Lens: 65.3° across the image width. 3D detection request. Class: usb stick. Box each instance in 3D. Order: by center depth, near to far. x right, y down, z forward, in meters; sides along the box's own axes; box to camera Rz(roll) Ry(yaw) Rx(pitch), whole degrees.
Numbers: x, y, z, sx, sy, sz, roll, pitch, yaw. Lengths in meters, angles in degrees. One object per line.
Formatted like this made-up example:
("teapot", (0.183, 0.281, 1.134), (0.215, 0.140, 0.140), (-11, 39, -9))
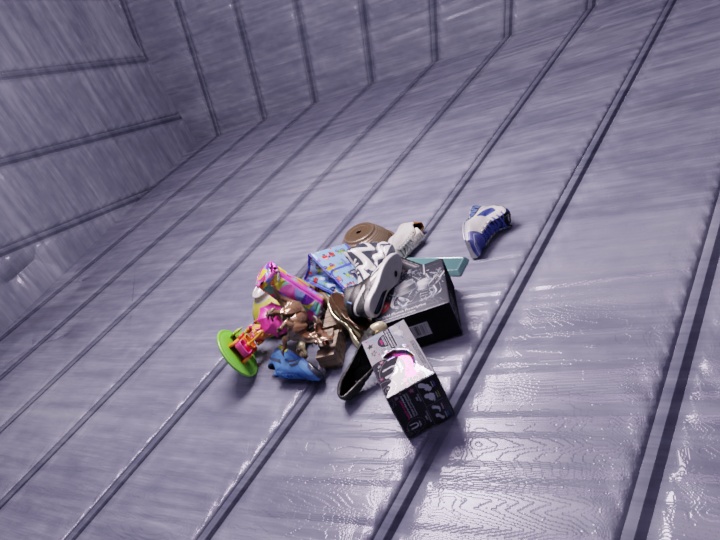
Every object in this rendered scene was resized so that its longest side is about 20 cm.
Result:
("usb stick", (0.111, -0.010, 1.557), (0.199, 0.056, 0.032), (21, 24, 35))

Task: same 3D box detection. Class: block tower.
("block tower", (-0.068, 0.170, 1.470), (0.057, 0.054, 0.201), (-15, 33, 19))

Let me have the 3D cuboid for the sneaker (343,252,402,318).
("sneaker", (0.020, 0.031, 1.386), (0.111, 0.073, 0.201), (-3, 41, 36))

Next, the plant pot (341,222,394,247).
("plant pot", (0.012, -0.083, 1.740), (0.199, 0.093, 0.202), (-20, 33, 13))

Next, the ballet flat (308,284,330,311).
("ballet flat", (-0.118, 0.077, 1.638), (0.072, 0.068, 0.200), (-38, 29, 1))

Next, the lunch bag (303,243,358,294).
("lunch bag", (-0.038, 0.019, 1.597), (0.150, 0.095, 0.199), (-19, 41, -43))

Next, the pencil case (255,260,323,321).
("pencil case", (-0.189, 0.056, 1.510), (0.088, 0.199, 0.089), (-38, 31, 28))

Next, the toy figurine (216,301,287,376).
("toy figurine", (-0.263, 0.163, 1.521), (0.184, 0.151, 0.200), (-39, 4, 11))

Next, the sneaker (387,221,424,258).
("sneaker", (0.138, -0.087, 1.660), (0.084, 0.073, 0.201), (-13, 33, 31))

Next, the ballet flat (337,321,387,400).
("ballet flat", (0.010, 0.209, 1.284), (0.202, 0.066, 0.057), (-62, -6, 0))

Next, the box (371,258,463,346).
("box", (0.134, 0.089, 1.381), (0.198, 0.105, 0.183), (-20, 31, 14))

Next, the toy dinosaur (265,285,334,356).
("toy dinosaur", (-0.157, 0.124, 1.419), (0.134, 0.086, 0.201), (-21, 73, -18))

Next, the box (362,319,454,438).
("box", (0.094, 0.224, 1.188), (0.114, 0.133, 0.200), (-28, 31, -1))

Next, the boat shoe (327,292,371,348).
("boat shoe", (-0.016, 0.113, 1.436), (0.074, 0.075, 0.202), (-14, 45, -34))

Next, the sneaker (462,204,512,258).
("sneaker", (0.354, -0.128, 1.547), (0.114, 0.081, 0.200), (-11, 34, 30))

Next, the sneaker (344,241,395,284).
("sneaker", (0.000, 0.000, 1.522), (0.128, 0.080, 0.201), (13, 67, 28))

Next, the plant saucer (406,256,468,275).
("plant saucer", (0.199, -0.013, 1.563), (0.198, 0.019, 0.070), (0, 41, 37))

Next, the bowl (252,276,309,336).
("bowl", (-0.254, 0.083, 1.651), (0.199, 0.108, 0.201), (-31, 32, 22))

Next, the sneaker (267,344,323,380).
("sneaker", (-0.168, 0.254, 1.427), (0.199, 0.066, 0.079), (16, 65, 49))

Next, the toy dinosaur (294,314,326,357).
("toy dinosaur", (-0.132, 0.154, 1.555), (0.087, 0.048, 0.201), (-23, 28, 20))
